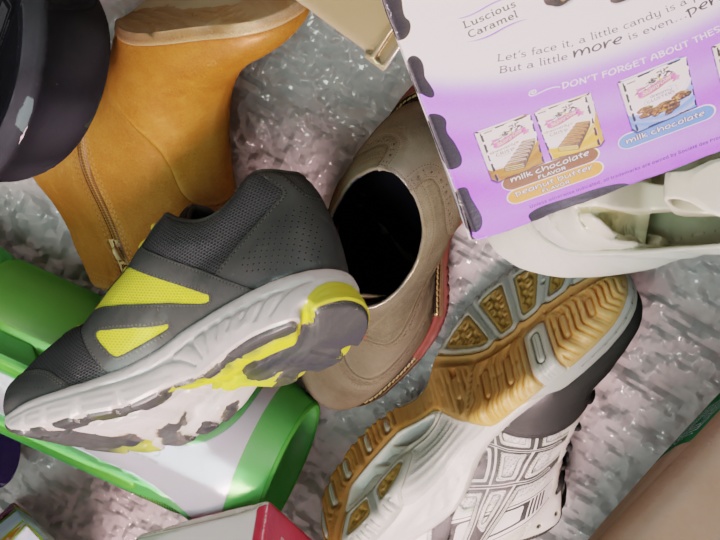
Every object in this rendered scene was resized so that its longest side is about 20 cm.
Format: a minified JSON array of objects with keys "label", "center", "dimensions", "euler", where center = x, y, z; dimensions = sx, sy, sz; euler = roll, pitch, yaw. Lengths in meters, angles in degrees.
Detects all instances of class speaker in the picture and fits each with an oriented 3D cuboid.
[{"label":"speaker","center":[-0.124,0.055,1.145],"dimensions":[0.200,0.088,0.089],"euler":[24,124,10]}]

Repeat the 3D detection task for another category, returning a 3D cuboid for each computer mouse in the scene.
[{"label":"computer mouse","center":[-0.144,-0.105,1.008],"dimensions":[0.053,0.200,0.139],"euler":[13,116,-29]}]

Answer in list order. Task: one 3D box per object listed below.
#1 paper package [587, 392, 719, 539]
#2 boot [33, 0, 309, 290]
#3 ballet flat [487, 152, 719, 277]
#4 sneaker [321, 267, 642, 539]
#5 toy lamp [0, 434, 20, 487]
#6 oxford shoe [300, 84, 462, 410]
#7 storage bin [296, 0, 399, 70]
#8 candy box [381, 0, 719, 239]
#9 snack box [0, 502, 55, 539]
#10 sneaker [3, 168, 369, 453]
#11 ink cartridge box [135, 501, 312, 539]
[{"label":"paper package","center":[0.192,0.137,0.961],"dimensions":[0.191,0.200,0.103],"euler":[46,158,3]},{"label":"boot","center":[-0.072,-0.055,1.062],"dimensions":[0.201,0.071,0.144],"euler":[-3,119,44]},{"label":"ballet flat","center":[0.126,-0.033,0.983],"dimensions":[0.200,0.069,0.070],"euler":[0,118,34]},{"label":"sneaker","center":[0.070,0.072,1.091],"dimensions":[0.088,0.076,0.200],"euler":[28,123,-25]},{"label":"toy lamp","center":[-0.270,0.085,1.243],"dimensions":[0.200,0.058,0.058],"euler":[3,119,23]},{"label":"oxford shoe","center":[0.000,0.000,1.055],"dimensions":[0.070,0.075,0.200],"euler":[33,136,14]},{"label":"storage bin","center":[-0.010,-0.219,0.938],"dimensions":[0.200,0.094,0.199],"euler":[37,125,1]},{"label":"candy box","center":[0.088,-0.121,0.877],"dimensions":[0.167,0.072,0.200],"euler":[-20,140,3]},{"label":"snack box","center":[-0.200,0.196,1.153],"dimensions":[0.068,0.200,0.169],"euler":[45,80,-7]},{"label":"sneaker","center":[-0.078,0.021,1.043],"dimensions":[0.200,0.074,0.085],"euler":[-23,64,33]},{"label":"ink cartridge box","center":[-0.026,0.224,1.119],"dimensions":[0.084,0.145,0.200],"euler":[-18,136,29]}]
